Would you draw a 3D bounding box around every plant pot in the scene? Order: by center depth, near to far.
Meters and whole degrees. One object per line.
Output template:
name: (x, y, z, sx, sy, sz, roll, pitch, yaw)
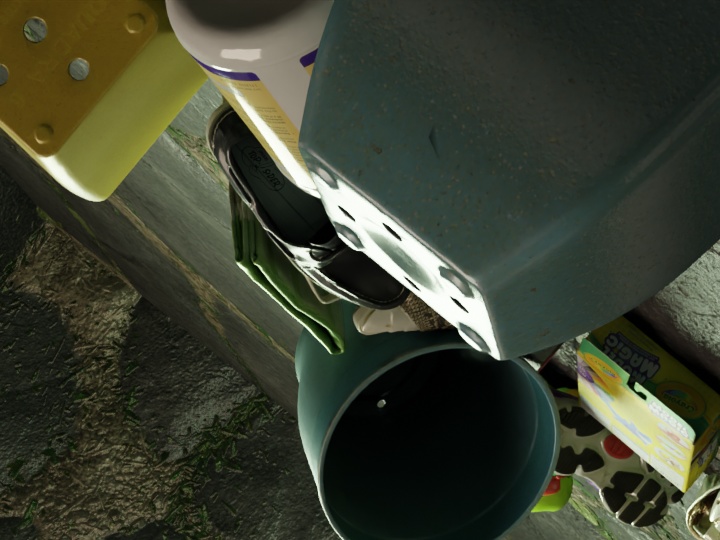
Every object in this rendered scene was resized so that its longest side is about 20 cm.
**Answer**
plant pot: (0.081, -0.077, 1.154, 0.196, 0.200, 0.196, 39, 171, 19)
plant pot: (-0.222, -0.181, 1.813, 0.200, 0.200, 0.176, 42, -171, 0)
plant pot: (0.036, 0.104, 1.966, 0.200, 0.200, 0.188, 47, -175, -31)

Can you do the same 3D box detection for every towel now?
towel: (-0.053, -0.052, 1.880, 0.149, 0.031, 0.201, 43, -149, -45)

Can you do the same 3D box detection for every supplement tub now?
supplement tub: (-0.013, -0.132, 1.473, 0.145, 0.146, 0.200, 34, 168, 41)

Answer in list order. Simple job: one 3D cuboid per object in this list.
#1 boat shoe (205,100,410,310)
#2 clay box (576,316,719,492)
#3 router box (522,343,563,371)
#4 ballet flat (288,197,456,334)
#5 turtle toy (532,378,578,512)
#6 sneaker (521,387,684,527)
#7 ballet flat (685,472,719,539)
boat shoe: (-0.031, -0.039, 1.745, 0.200, 0.074, 0.066, 51, -178, -18)
clay box: (0.221, 0.098, 1.865, 0.115, 0.048, 0.200, 40, 170, 14)
router box: (0.082, 0.006, 2.020, 0.200, 0.049, 0.180, 41, 171, 5)
ballet flat: (0.000, 0.000, 1.834, 0.200, 0.075, 0.068, 42, 174, -26)
turtle toy: (0.154, 0.152, 2.232, 0.145, 0.101, 0.200, 36, 169, 35)
sneaker: (0.202, 0.143, 2.047, 0.200, 0.081, 0.083, 36, -172, -35)
ballet flat: (0.299, 0.190, 1.921, 0.067, 0.062, 0.200, 41, 171, 5)
